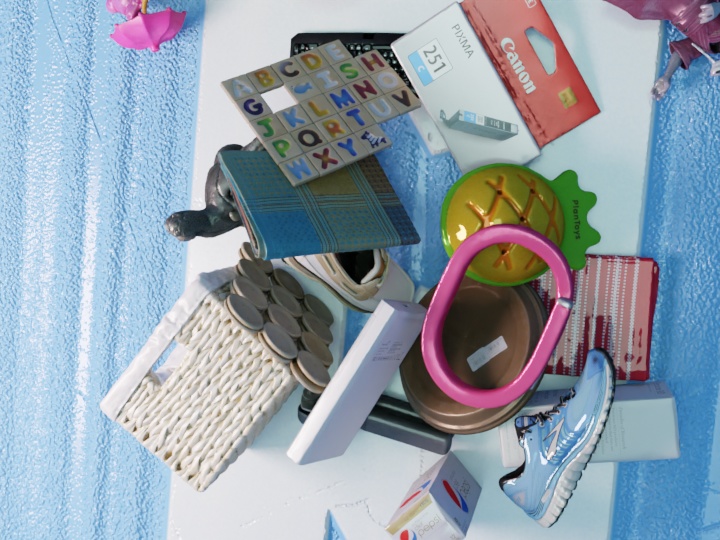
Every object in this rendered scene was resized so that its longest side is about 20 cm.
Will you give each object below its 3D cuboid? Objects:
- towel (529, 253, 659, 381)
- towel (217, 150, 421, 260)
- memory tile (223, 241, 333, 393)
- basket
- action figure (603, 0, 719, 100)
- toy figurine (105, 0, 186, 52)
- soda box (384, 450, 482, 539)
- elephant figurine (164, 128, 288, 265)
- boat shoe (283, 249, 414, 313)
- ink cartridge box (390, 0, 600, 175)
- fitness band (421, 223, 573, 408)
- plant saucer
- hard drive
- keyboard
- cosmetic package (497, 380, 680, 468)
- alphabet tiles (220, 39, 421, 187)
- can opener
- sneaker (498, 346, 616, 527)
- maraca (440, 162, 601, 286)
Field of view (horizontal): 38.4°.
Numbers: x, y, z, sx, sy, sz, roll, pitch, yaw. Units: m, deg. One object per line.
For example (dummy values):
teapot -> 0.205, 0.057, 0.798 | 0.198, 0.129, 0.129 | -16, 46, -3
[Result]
towel -> 0.248, 0.052, 1.220 | 0.196, 0.022, 0.148 | 4, 96, 14
towel -> -0.045, -0.075, 1.121 | 0.148, 0.197, 0.022 | 64, 143, 31
memory tile -> -0.090, 0.050, 1.189 | 0.153, 0.201, 0.017 | 40, 107, -16
basket -> -0.166, 0.120, 1.222 | 0.160, 0.200, 0.199 | 40, 100, 5
action figure -> 0.367, -0.292, 1.155 | 0.200, 0.134, 0.149 | 42, 57, -6
toy figurine -> -0.270, -0.367, 1.265 | 0.198, 0.149, 0.187 | 29, 109, 31
soda box -> 0.087, 0.270, 1.174 | 0.068, 0.200, 0.064 | -42, 85, 11
elephant figurine -> -0.118, -0.099, 1.194 | 0.141, 0.198, 0.157 | -44, 42, 24
boat shoe -> 0.000, 0.000, 1.186 | 0.068, 0.198, 0.076 | -4, 69, 46
ink cartridge box -> 0.158, -0.221, 1.195 | 0.174, 0.045, 0.202 | -30, 97, 13
fitness band -> 0.145, 0.050, 1.106 | 0.142, 0.037, 0.203 | 27, 105, 14
plant saucer -> 0.124, 0.087, 1.192 | 0.197, 0.029, 0.204 | -15, 61, 29
hard drive -> 0.001, 0.125, 1.167 | 0.026, 0.132, 0.202 | 35, 99, 20
keyboard -> 0.006, -0.236, 1.247 | 0.196, 0.040, 0.106 | 2, 93, 13
cosmetic package -> 0.259, 0.175, 1.185 | 0.196, 0.102, 0.076 | -7, 93, 11
alphabet tiles -> -0.035, -0.189, 1.179 | 0.198, 0.008, 0.168 | -25, 63, -25
can opener -> 0.018, 0.188, 1.271 | 0.196, 0.054, 0.068 | 16, 128, 10
sneaker -> 0.209, 0.171, 1.107 | 0.089, 0.078, 0.203 | 26, 98, 13
maraca -> 0.183, -0.054, 1.173 | 0.196, 0.107, 0.140 | -4, 90, -16
